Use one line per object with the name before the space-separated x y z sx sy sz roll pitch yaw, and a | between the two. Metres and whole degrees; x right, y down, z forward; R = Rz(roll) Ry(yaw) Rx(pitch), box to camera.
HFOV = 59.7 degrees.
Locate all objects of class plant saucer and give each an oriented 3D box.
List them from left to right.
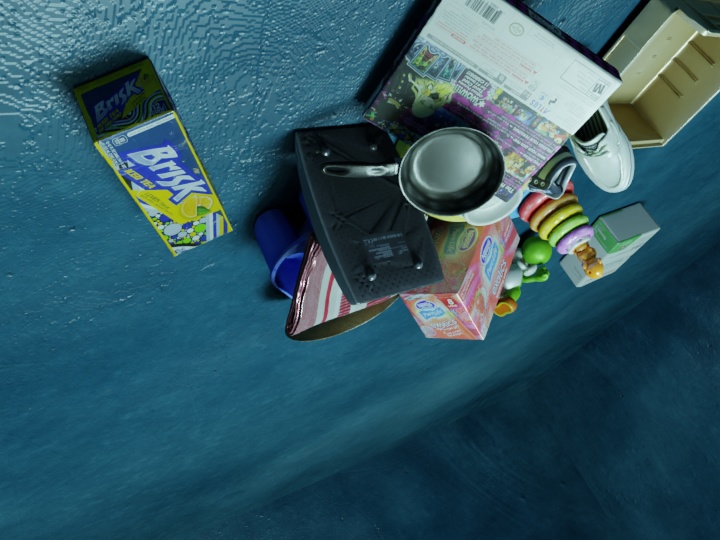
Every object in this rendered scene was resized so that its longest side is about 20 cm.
plant saucer | -0.031 0.038 0.953 0.200 0.036 0.200 -22 -162 8

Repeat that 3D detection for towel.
towel | 0.000 0.000 0.793 0.200 0.023 0.144 -17 136 -42

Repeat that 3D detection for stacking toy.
stacking toy | 0.357 -0.070 1.083 0.110 0.200 0.116 -16 152 -29

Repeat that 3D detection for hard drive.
hard drive | 0.005 -0.063 0.702 0.135 0.200 0.042 -13 167 -33

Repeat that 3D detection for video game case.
video game case | 0.131 -0.184 0.655 0.200 0.036 0.181 27 131 -15

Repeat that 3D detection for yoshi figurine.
yoshi figurine | 0.325 -0.006 1.287 0.200 0.112 0.113 -45 125 -31

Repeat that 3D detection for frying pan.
frying pan | 0.062 -0.100 0.687 0.190 0.031 0.115 -13 132 12

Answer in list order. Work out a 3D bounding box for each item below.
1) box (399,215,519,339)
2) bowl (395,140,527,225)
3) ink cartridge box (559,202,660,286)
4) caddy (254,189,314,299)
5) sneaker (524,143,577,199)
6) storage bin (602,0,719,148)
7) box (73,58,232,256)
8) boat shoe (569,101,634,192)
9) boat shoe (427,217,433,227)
box | 0.147 -0.010 0.901 0.094 0.200 0.103 -2 135 37
bowl | 0.150 -0.124 0.806 0.200 0.108 0.200 -15 146 -10
ink cartridge box | 0.606 -0.060 1.541 0.146 0.084 0.200 -18 154 -25
caddy | -0.050 -0.023 0.825 0.141 0.105 0.200 -32 157 4
sneaker | 0.224 -0.127 0.929 0.200 0.109 0.070 -41 154 25
storage bin | 0.420 -0.274 0.879 0.198 0.094 0.200 -12 152 -36
box | -0.182 -0.094 0.582 0.070 0.064 0.200 -25 157 -9
boat shoe | 0.307 -0.181 0.839 0.073 0.200 0.067 -14 -152 41
boat shoe | 0.112 -0.043 1.005 0.200 0.067 0.074 -7 148 -42
